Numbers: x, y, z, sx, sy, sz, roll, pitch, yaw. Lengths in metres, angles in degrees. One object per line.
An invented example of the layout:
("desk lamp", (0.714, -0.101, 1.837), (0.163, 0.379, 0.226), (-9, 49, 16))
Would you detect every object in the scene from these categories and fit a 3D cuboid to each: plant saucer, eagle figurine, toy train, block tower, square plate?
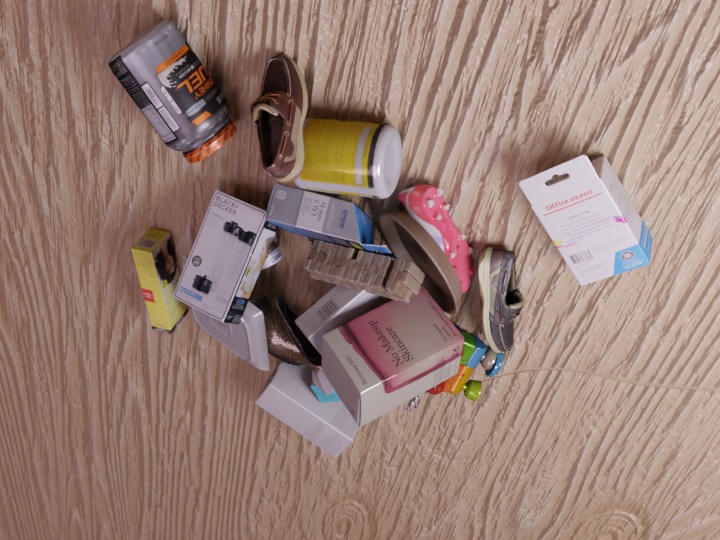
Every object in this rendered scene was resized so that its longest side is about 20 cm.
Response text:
("plant saucer", (0.099, -0.017, 1.390), (0.201, 0.029, 0.200), (52, 169, 14))
("eagle figurine", (-0.106, 0.121, 1.585), (0.198, 0.152, 0.152), (16, 121, -31))
("toy train", (0.162, 0.202, 1.546), (0.115, 0.085, 0.202), (22, 112, -12))
("block tower", (0.000, 0.000, 1.400), (0.198, 0.055, 0.058), (13, 163, 33))
("square plate", (-0.251, 0.086, 1.599), (0.199, 0.028, 0.199), (33, 149, 21))

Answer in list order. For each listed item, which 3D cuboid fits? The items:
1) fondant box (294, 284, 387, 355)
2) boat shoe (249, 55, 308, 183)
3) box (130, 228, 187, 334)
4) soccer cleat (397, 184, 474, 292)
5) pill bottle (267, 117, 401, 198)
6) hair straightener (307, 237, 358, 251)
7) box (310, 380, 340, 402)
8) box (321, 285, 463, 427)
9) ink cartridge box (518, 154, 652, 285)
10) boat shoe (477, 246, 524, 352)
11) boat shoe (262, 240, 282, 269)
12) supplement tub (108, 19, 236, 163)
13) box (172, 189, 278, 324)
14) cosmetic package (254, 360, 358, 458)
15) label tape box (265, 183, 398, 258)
("fondant box", (-0.003, 0.110, 1.500), (0.058, 0.144, 0.200), (45, 173, 46))
("boat shoe", (-0.125, -0.232, 1.285), (0.071, 0.203, 0.072), (-10, 163, 31))
("box", (-0.385, 0.022, 1.683), (0.050, 0.076, 0.202), (11, 131, 17))
("soccer cleat", (0.124, -0.051, 1.407), (0.076, 0.067, 0.201), (7, 133, 45))
("pill bottle", (-0.043, -0.176, 1.341), (0.197, 0.112, 0.113), (8, 130, 18))
("hair straightener", (-0.002, -0.023, 1.503), (0.198, 0.041, 0.077), (26, 133, 9))
("box", (0.010, 0.197, 1.638), (0.198, 0.083, 0.049), (-9, 127, 30))
("box", (0.050, 0.136, 1.412), (0.128, 0.198, 0.110), (52, 156, 31))
("ink cartridge box", (0.330, -0.086, 1.273), (0.114, 0.068, 0.201), (-21, 117, 35))
("boat shoe", (0.235, 0.054, 1.427), (0.064, 0.073, 0.202), (4, 128, 28))
("boat shoe", (-0.232, -0.026, 1.575), (0.198, 0.074, 0.069), (-13, 113, 40))
("supplement tub", (-0.288, -0.277, 1.364), (0.122, 0.123, 0.201), (-18, 118, 34))
("box", (-0.228, -0.023, 1.491), (0.116, 0.060, 0.202), (24, 92, 21))
("cosmetic package", (-0.094, 0.262, 1.721), (0.199, 0.108, 0.085), (35, 134, -3))
("label tape box", (-0.036, -0.077, 1.399), (0.198, 0.143, 0.067), (13, 87, 12))
